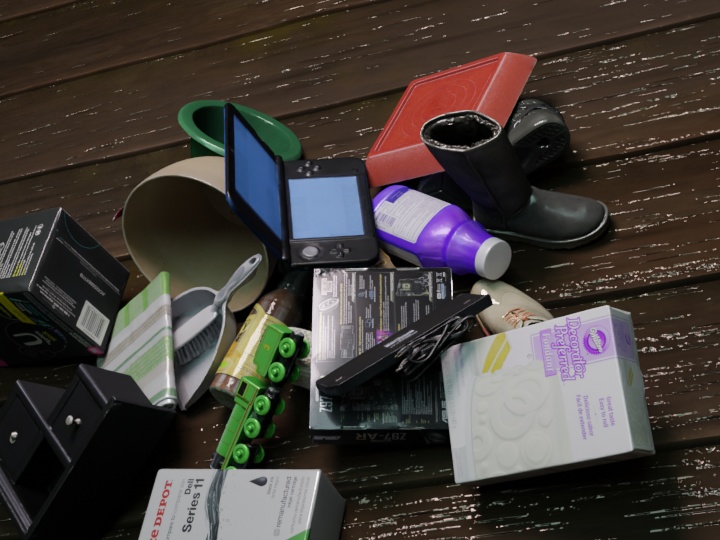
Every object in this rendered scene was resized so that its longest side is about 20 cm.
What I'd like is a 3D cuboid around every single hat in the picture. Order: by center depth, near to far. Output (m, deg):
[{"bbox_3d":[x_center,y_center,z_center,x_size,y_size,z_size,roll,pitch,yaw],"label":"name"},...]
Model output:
[{"bbox_3d":[-0.197,-0.124,1.603,0.200,0.176,0.166,28,29,13],"label":"hat"}]

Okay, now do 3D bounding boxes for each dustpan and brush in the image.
[{"bbox_3d":[-0.181,0.056,1.407,0.200,0.057,0.140,-40,50,9],"label":"dustpan and brush"}]

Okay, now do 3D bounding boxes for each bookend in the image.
[{"bbox_3d":[-0.340,0.178,1.342,0.199,0.092,0.200,44,104,39],"label":"bookend"}]

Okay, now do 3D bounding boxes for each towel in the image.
[{"bbox_3d":[-0.272,0.116,1.419,0.149,0.031,0.200,-37,42,29],"label":"towel"}]

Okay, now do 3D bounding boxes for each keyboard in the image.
[{"bbox_3d":[0.053,0.088,1.220,0.200,0.040,0.104,-31,9,-14],"label":"keyboard"}]

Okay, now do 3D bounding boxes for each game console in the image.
[{"bbox_3d":[-0.070,-0.104,1.363,0.170,0.119,0.200,-4,43,-4],"label":"game console"}]

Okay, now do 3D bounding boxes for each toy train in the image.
[{"bbox_3d":[-0.117,0.152,1.301,0.056,0.042,0.200,29,99,31],"label":"toy train"}]

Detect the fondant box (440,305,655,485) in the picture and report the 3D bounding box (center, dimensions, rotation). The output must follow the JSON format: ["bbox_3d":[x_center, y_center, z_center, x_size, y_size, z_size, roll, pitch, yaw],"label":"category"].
[{"bbox_3d":[0.183,0.130,1.169,0.200,0.058,0.145,-18,69,32],"label":"fondant box"}]

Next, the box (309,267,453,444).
[{"bbox_3d":[0.025,0.092,1.284,0.160,0.044,0.200,-1,59,1],"label":"box"}]

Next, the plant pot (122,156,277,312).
[{"bbox_3d":[-0.179,-0.064,1.461,0.200,0.201,0.135,2,34,24],"label":"plant pot"}]

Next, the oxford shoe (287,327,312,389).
[{"bbox_3d":[-0.013,0.122,1.326,0.200,0.058,0.075,20,57,16],"label":"oxford shoe"}]

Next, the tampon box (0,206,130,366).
[{"bbox_3d":[-0.429,0.027,1.484,0.200,0.150,0.127,-10,51,29],"label":"tampon box"}]

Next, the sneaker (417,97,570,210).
[{"bbox_3d":[0.162,-0.149,1.447,0.199,0.076,0.114,-32,27,17],"label":"sneaker"}]

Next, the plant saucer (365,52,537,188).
[{"bbox_3d":[0.104,-0.197,1.465,0.200,0.037,0.200,-9,40,41],"label":"plant saucer"}]

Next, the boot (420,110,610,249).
[{"bbox_3d":[0.179,-0.106,1.318,0.181,0.200,0.073,-2,54,21],"label":"boot"}]

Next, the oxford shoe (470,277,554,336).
[{"bbox_3d":[0.186,0.061,1.273,0.071,0.074,0.200,-39,50,-8],"label":"oxford shoe"}]

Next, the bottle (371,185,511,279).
[{"bbox_3d":[0.091,-0.041,1.379,0.200,0.065,0.084,24,64,44],"label":"bottle"}]

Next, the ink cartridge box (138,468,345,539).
[{"bbox_3d":[-0.132,0.291,1.227,0.199,0.083,0.147,-4,53,21],"label":"ink cartridge box"}]

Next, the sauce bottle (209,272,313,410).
[{"bbox_3d":[-0.110,0.075,1.394,0.065,0.065,0.200,12,59,29],"label":"sauce bottle"}]

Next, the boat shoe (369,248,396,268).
[{"bbox_3d":[0.000,0.000,1.399,0.074,0.069,0.200,-42,51,-11],"label":"boat shoe"}]
